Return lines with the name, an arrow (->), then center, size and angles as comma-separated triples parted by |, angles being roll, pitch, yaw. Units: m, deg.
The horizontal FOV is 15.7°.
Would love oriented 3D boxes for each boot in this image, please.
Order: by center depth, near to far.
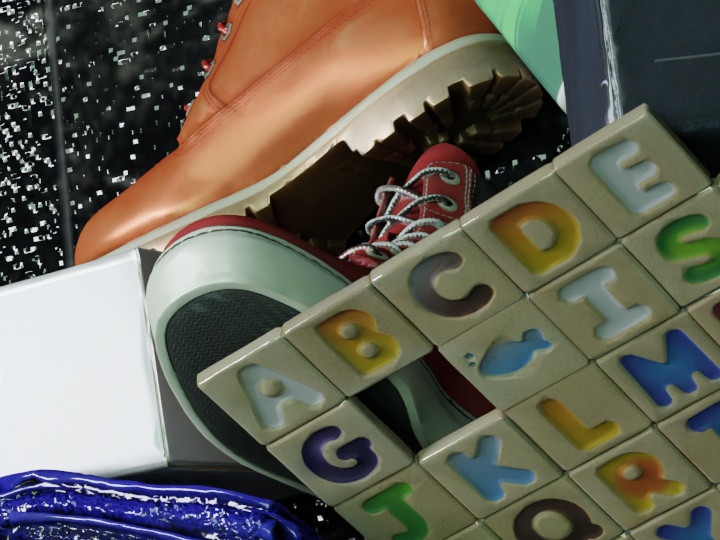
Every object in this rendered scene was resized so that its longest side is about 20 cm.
boot -> 0.000, 0.000, 0.871 | 0.072, 0.200, 0.145 | -20, 53, 27
boot -> -0.035, -0.059, 0.985 | 0.200, 0.075, 0.107 | -32, 66, 17

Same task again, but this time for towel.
towel -> -0.032, 0.122, 0.893 | 0.147, 0.200, 0.050 | 7, 67, 33

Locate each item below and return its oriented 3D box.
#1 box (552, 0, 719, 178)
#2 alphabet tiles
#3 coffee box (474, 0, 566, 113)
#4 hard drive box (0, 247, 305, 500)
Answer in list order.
box -> 0.156, -0.132, 0.805 | 0.199, 0.124, 0.197 | -6, 79, -1
alphabet tiles -> 0.079, 0.036, 0.789 | 0.200, 0.167, 0.008 | -31, 33, 24
coffee box -> 0.079, -0.141, 0.914 | 0.123, 0.044, 0.200 | -40, 82, 21
hard drive box -> -0.115, 0.057, 0.967 | 0.199, 0.156, 0.077 | -14, 78, 26
